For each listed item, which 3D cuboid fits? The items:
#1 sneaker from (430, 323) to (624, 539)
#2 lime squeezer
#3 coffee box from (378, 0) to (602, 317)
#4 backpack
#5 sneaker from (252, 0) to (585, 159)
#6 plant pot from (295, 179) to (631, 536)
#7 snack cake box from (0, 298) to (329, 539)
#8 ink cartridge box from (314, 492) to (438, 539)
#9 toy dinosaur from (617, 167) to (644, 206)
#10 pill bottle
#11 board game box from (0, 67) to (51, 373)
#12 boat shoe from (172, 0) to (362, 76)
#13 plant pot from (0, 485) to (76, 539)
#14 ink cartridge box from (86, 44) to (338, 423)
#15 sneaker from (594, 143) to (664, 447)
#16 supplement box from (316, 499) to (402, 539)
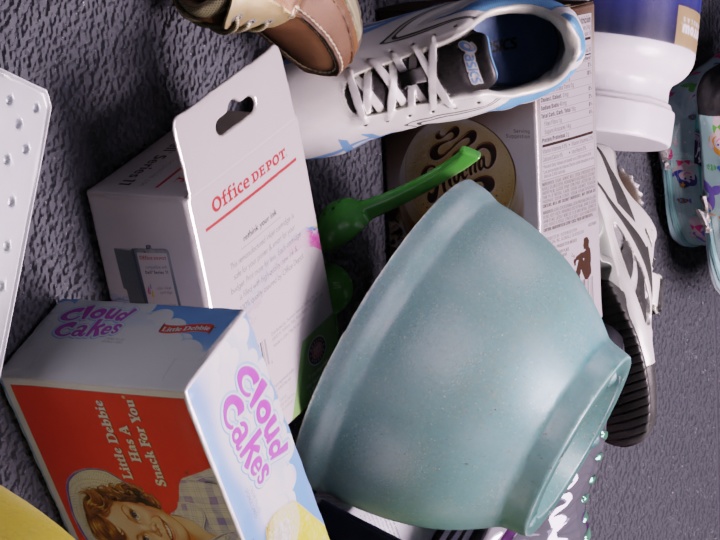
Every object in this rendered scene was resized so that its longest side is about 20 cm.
[{"bbox_3d":[0.118,0.131,1.659,0.087,0.074,0.200,37,78,-23],"label":"sneaker"},{"bbox_3d":[0.000,0.000,1.587,0.038,0.070,0.200,-102,-149,-59],"label":"lime squeezer"},{"bbox_3d":[0.080,-0.065,1.658,0.080,0.113,0.201,-18,108,-54],"label":"coffee box"},{"bbox_3d":[0.311,-0.072,2.005,0.177,0.150,0.201,-37,117,-48],"label":"backpack"},{"bbox_3d":[0.033,-0.113,1.530,0.199,0.072,0.072,-18,93,-11],"label":"sneaker"},{"bbox_3d":[0.070,0.068,1.535,0.201,0.134,0.200,-55,168,-19],"label":"plant pot"},{"bbox_3d":[-0.093,0.113,1.390,0.067,0.115,0.200,-55,138,-41],"label":"snack cake box"},{"bbox_3d":[0.001,0.230,1.628,0.200,0.043,0.197,-52,133,-42],"label":"ink cartridge box"},{"bbox_3d":[0.141,-0.006,1.805,0.102,0.077,0.201,32,62,-41],"label":"toy dinosaur"},{"bbox_3d":[0.170,-0.185,1.791,0.116,0.115,0.201,11,84,-59],"label":"pill bottle"},{"bbox_3d":[-0.227,-0.013,1.237,0.200,0.026,0.201,24,73,-58],"label":"board game box"},{"bbox_3d":[-0.074,-0.163,1.439,0.200,0.076,0.074,46,60,-41],"label":"boat shoe"},{"bbox_3d":[-0.165,0.199,1.230,0.200,0.142,0.201,-28,124,-51],"label":"plant pot"},{"bbox_3d":[-0.079,-0.011,1.443,0.117,0.067,0.201,-41,128,-50],"label":"ink cartridge box"},{"bbox_3d":[0.165,0.010,1.722,0.088,0.074,0.201,-16,92,-45],"label":"sneaker"},{"bbox_3d":[0.028,0.271,1.504,0.200,0.134,0.200,38,80,-40],"label":"supplement box"}]
